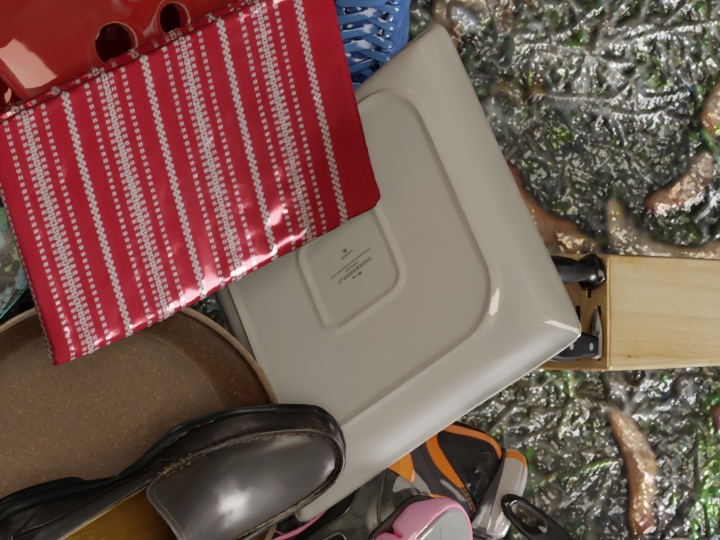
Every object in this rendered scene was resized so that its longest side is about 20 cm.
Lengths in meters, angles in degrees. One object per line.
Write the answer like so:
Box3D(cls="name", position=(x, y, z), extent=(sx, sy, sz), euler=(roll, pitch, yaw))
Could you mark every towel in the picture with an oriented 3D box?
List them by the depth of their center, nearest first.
Box3D(cls="towel", position=(-0.085, -0.054, 1.215), extent=(0.199, 0.022, 0.145), euler=(-27, 124, -21))

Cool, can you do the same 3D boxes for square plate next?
Box3D(cls="square plate", position=(0.000, 0.000, 1.302), extent=(0.200, 0.028, 0.199), euler=(-36, 63, 26))

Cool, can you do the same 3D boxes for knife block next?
Box3D(cls="knife block", position=(0.132, 0.023, 1.347), extent=(0.199, 0.176, 0.064), euler=(1, 90, -11))

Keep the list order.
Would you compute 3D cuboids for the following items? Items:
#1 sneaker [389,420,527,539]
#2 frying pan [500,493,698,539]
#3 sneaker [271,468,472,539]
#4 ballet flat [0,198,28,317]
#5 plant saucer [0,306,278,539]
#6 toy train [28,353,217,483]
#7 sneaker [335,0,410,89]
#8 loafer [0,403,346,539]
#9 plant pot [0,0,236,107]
Box3D(cls="sneaker", position=(0.009, 0.173, 1.380), extent=(0.112, 0.078, 0.201), euler=(24, 74, -6))
Box3D(cls="frying pan", position=(0.142, 0.200, 1.404), extent=(0.189, 0.031, 0.116), euler=(16, 90, -23))
Box3D(cls="sneaker", position=(-0.029, 0.186, 1.320), extent=(0.095, 0.079, 0.200), euler=(38, 90, 32))
Box3D(cls="ballet flat", position=(-0.225, 0.014, 1.235), extent=(0.074, 0.074, 0.200), euler=(40, 113, -8))
Box3D(cls="plant saucer", position=(-0.138, 0.104, 1.286), extent=(0.199, 0.037, 0.202), euler=(-4, 106, -15))
Box3D(cls="toy train", position=(-0.159, 0.102, 1.337), extent=(0.199, 0.085, 0.114), euler=(-31, 98, -10))
Box3D(cls="sneaker", position=(-0.001, -0.149, 1.356), extent=(0.076, 0.111, 0.201), euler=(6, 88, -11))
Box3D(cls="loafer", position=(-0.096, 0.128, 1.244), extent=(0.199, 0.072, 0.073), euler=(-23, 111, -7))
Box3D(cls="plant pot", position=(-0.137, -0.144, 1.289), extent=(0.200, 0.200, 0.183), euler=(45, 76, -7))
